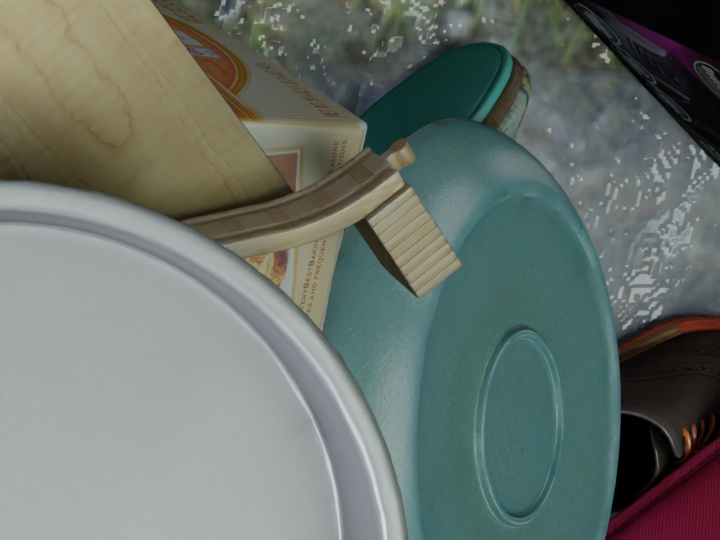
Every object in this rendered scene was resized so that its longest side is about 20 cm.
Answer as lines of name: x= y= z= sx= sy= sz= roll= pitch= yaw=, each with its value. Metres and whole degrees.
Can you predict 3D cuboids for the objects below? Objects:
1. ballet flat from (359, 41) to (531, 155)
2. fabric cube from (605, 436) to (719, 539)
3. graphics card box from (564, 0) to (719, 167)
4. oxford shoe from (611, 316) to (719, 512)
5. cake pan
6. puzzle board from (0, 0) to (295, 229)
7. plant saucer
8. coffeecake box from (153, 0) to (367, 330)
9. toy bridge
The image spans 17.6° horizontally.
ballet flat: x=0.000 y=0.000 z=0.789 sx=0.200 sy=0.069 sz=0.071 roll=-46 pitch=121 yaw=-39
fabric cube: x=0.182 y=0.189 z=0.892 sx=0.196 sy=0.199 sz=0.200 roll=-35 pitch=148 yaw=-10
graphics card box: x=0.165 y=-0.056 z=0.807 sx=0.051 sy=0.200 sz=0.125 roll=-50 pitch=127 yaw=-1
oxford shoe: x=0.115 y=0.066 z=0.912 sx=0.200 sy=0.073 sz=0.071 roll=-7 pitch=115 yaw=-27
cake pan: x=-0.089 y=0.075 z=0.572 sx=0.200 sy=0.037 sz=0.201 roll=-1 pitch=99 yaw=-7
puzzle board: x=-0.124 y=-0.038 z=0.575 sx=0.151 sy=0.017 sz=0.200 roll=-41 pitch=124 yaw=-6
plant saucer: x=0.043 y=0.050 z=0.760 sx=0.200 sy=0.027 sz=0.200 roll=-2 pitch=92 yaw=-61
coffeecake box: x=-0.125 y=-0.039 z=0.679 sx=0.200 sy=0.154 sz=0.073 roll=2 pitch=110 yaw=-30
toy bridge: x=-0.064 y=0.029 z=0.612 sx=0.200 sy=0.027 sz=0.067 roll=-39 pitch=124 yaw=-6
